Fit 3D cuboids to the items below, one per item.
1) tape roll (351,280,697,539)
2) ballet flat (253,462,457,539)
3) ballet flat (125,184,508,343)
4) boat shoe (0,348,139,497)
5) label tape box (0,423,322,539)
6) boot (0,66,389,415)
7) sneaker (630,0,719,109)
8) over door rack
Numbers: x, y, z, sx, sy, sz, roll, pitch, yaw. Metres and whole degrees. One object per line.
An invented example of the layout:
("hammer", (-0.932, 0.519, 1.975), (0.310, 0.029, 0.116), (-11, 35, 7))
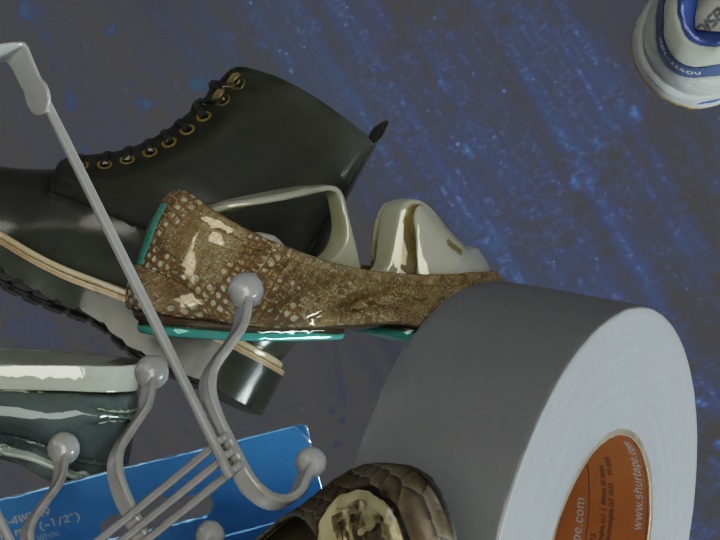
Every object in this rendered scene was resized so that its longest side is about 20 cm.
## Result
("tape roll", (0.063, 0.107, 0.907), (0.066, 0.200, 0.201), (12, 85, 27))
("ballet flat", (-0.034, 0.122, 0.827), (0.046, 0.200, 0.068), (1, 67, -35))
("ballet flat", (0.000, 0.000, 0.947), (0.199, 0.070, 0.066), (6, 91, -36))
("boat shoe", (-0.191, 0.066, 0.971), (0.199, 0.073, 0.062), (0, 95, -3))
("label tape box", (-0.065, 0.179, 0.948), (0.143, 0.066, 0.201), (-13, 103, -2))
("boot", (-0.100, -0.045, 0.987), (0.199, 0.077, 0.139), (29, 81, -12))
("sneaker", (0.198, -0.150, 0.988), (0.075, 0.088, 0.200), (39, 85, 3))
("over door rack", (-0.111, 0.026, 0.877), (0.200, 0.067, 0.148), (54, 131, 4))
